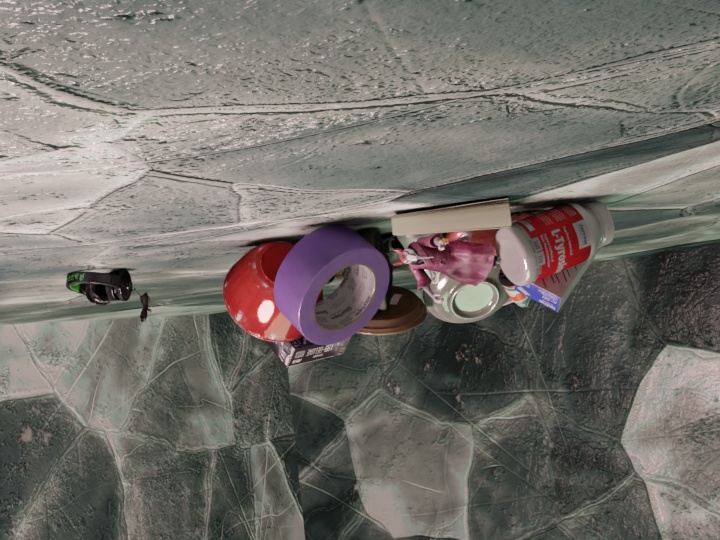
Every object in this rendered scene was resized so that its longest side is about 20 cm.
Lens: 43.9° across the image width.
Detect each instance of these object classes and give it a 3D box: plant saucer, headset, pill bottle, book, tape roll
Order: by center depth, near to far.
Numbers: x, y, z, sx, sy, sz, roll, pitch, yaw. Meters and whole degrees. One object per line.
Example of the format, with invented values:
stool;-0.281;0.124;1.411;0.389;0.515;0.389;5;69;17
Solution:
book;0.158;-0.084;1.546;0.198;0.049;0.134;-7;179;7
tape roll;-0.049;0.026;1.586;0.199;0.202;0.085;-2;-148;-44
pill bottle;0.353;-0.056;1.615;0.198;0.113;0.112;-21;179;-16
plant saucer;0.230;0.046;1.843;0.198;0.202;0.050;-7;-140;-8
plant saucer;0.039;0.076;1.848;0.197;0.030;0.200;-1;-157;1
headset;-0.532;0.050;1.907;0.123;0.095;0.199;-9;163;37

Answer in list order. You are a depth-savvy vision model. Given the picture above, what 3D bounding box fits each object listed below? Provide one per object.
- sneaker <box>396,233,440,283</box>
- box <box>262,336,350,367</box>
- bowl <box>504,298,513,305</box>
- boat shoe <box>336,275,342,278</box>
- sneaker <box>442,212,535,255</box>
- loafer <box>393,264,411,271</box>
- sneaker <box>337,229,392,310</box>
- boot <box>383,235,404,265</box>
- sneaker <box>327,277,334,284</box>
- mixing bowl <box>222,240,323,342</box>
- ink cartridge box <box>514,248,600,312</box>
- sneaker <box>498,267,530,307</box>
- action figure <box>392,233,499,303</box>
sneaker;0.124;-0.031;1.710;0.074;0.090;0.200;-12;159;18
box;-0.138;0.097;1.778;0.157;0.200;0.050;-8;133;-47
bowl;0.256;-0.009;1.883;0.198;0.075;0.201;-18;131;1
boat shoe;-0.011;-0.011;2.003;0.064;0.074;0.200;-21;-159;-23
sneaker;0.251;-0.057;1.729;0.198;0.088;0.074;-8;174;22
loafer;0.088;-0.034;1.932;0.198;0.071;0.070;5;-179;-21
sneaker;0.000;0.000;1.756;0.113;0.077;0.200;0;139;20
boot;0.035;-0.043;1.811;0.198;0.074;0.095;-10;168;-27
sneaker;-0.138;-0.003;1.816;0.198;0.092;0.078;-5;174;-13
mixing bowl;-0.151;0.019;1.677;0.198;0.202;0.109;-4;148;-24
ink cartridge box;0.379;-0.020;1.688;0.093;0.200;0.044;28;146;21
sneaker;0.341;-0.016;1.770;0.070;0.201;0.094;5;140;40
action figure;0.145;-0.032;1.621;0.198;0.135;0.149;7;-146;-22
